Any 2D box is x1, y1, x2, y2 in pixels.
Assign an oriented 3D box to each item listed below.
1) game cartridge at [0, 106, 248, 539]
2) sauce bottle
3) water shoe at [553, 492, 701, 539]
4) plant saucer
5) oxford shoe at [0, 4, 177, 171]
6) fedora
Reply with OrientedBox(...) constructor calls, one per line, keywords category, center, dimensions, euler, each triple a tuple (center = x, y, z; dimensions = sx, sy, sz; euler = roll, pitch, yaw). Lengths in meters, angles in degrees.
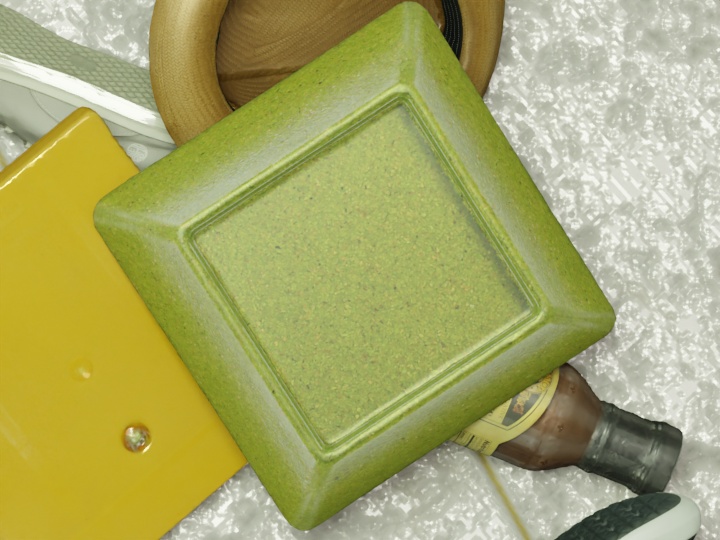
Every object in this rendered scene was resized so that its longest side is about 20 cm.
OrientedBox(category="game cartridge", center=(-0.146, 0.047, 1.318), dimensions=(0.176, 0.032, 0.200), euler=(-40, 108, -10))
OrientedBox(category="sauce bottle", center=(0.071, 0.064, 1.355), dimensions=(0.199, 0.065, 0.065), euler=(21, 80, -5))
OrientedBox(category="water shoe", center=(0.103, 0.193, 1.338), dimensions=(0.200, 0.072, 0.079), euler=(-36, 99, 4))
OrientedBox(category="plant saucer", center=(0.000, 0.000, 1.287), dimensions=(0.199, 0.048, 0.200), euler=(-33, 96, -2))
OrientedBox(category="oxford shoe", center=(-0.179, -0.098, 1.360), dimensions=(0.199, 0.075, 0.058), euler=(25, 116, 1))
OrientedBox(category="fedora", center=(-0.025, -0.126, 1.350), dimensions=(0.200, 0.082, 0.201), euler=(-9, 112, -23))
